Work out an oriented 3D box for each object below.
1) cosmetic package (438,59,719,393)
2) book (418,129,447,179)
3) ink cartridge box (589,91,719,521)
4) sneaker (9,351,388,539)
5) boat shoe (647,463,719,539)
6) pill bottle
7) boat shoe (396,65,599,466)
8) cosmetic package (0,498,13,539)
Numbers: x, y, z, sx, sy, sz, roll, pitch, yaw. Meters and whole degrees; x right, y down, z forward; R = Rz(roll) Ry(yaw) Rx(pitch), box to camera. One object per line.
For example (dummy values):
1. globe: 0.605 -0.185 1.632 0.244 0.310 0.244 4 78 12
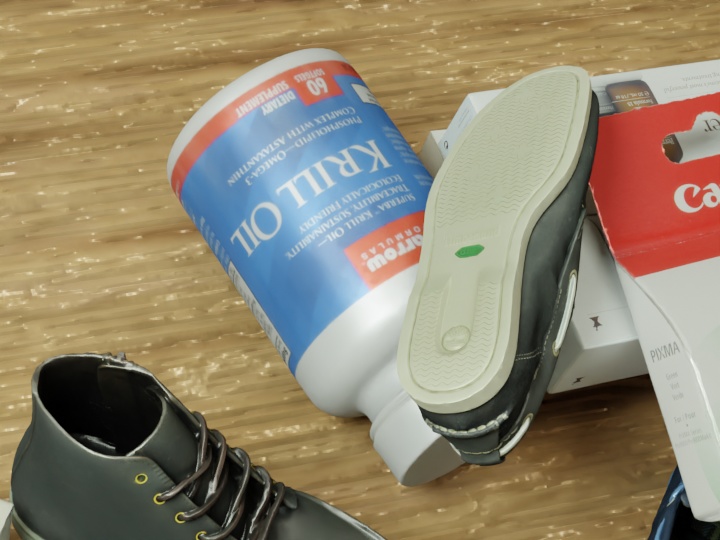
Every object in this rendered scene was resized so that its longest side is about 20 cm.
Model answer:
1. cosmetic package: 0.158 -0.029 1.107 0.199 0.052 0.151 -10 65 -27
2. book: 0.143 -0.024 1.152 0.199 0.048 0.134 -6 61 -20
3. ink cartridge box: 0.204 0.004 1.043 0.160 0.050 0.201 -13 84 -27
4. sneaker: -0.058 0.108 0.935 0.199 0.106 0.075 19 55 2
5. boat shoe: 0.181 0.135 1.054 0.084 0.069 0.201 26 57 1
6. pill bottle: 0.000 0.000 1.058 0.112 0.112 0.200 -26 70 -27
7. boat shoe: 0.069 -0.007 0.993 0.071 0.068 0.201 -4 52 32
8. cosmetic package: -0.261 0.124 0.934 0.199 0.073 0.104 18 56 0
